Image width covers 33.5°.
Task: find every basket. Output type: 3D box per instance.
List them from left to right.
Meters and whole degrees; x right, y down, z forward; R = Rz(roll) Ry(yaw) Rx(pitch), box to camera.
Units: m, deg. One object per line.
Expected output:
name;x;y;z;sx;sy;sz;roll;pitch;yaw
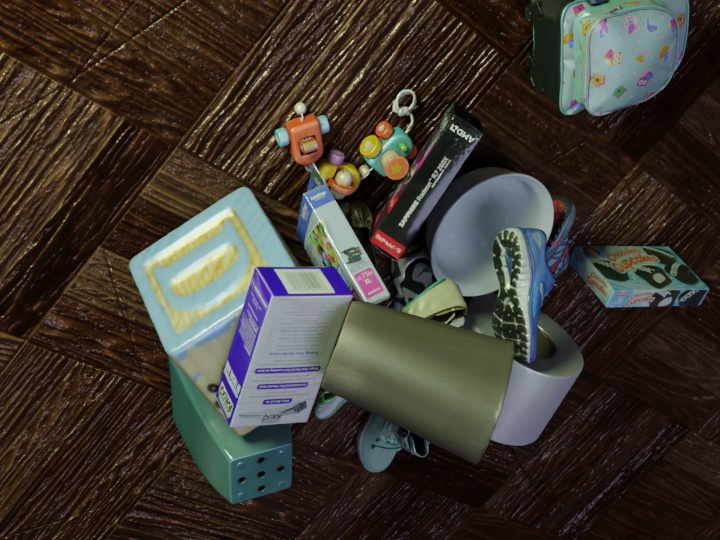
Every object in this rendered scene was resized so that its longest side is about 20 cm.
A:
basket;0.064;0.120;1.406;0.198;0.181;0.137;20;119;0

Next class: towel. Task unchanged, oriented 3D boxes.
towel;-0.002;0.143;1.623;0.149;0.031;0.200;-44;175;-11

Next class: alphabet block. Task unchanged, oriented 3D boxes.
alphabet block;-0.152;0.053;1.544;0.194;0.197;0.200;-32;136;1

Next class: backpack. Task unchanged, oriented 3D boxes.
backpack;0.332;-0.306;1.549;0.199;0.153;0.177;-24;130;-19

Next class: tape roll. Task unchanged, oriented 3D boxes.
tape roll;0.221;0.149;1.830;0.201;0.203;0.140;8;122;-34

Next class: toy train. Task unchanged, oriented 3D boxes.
toy train;-0.007;-0.157;1.547;0.198;0.056;0.151;-16;133;-16

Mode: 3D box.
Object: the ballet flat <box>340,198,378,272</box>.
ballet flat;0.000;0.000;1.653;0.067;0.046;0.202;-11;114;-20

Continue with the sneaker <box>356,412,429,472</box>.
sneaker;0.055;0.276;1.902;0.073;0.119;0.202;-6;130;-27

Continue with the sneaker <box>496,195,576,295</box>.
sneaker;0.277;-0.037;1.807;0.095;0.080;0.201;-7;139;-36

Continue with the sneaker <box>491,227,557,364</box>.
sneaker;0.239;0.036;1.678;0.088;0.078;0.202;-12;111;-32

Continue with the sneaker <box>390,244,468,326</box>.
sneaker;0.106;0.071;1.750;0.079;0.130;0.200;-17;133;-13

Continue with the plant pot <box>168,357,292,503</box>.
plant pot;-0.169;0.213;1.666;0.140;0.200;0.142;-13;132;-20

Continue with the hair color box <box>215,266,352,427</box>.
hair color box;-0.094;0.091;1.427;0.108;0.065;0.201;0;125;-31

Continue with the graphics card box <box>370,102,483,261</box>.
graphics card box;0.086;-0.119;1.571;0.051;0.126;0.201;34;106;-5

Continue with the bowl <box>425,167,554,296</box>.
bowl;0.168;-0.071;1.690;0.199;0.091;0.203;-16;131;-19

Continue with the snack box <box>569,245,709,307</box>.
snack box;0.440;0.008;1.894;0.198;0.116;0.037;0;127;-29

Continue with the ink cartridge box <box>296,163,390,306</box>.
ink cartridge box;-0.032;-0.023;1.522;0.042;0.201;0.120;-23;162;-17

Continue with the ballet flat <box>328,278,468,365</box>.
ballet flat;0.050;0.082;1.503;0.199;0.070;0.070;-32;136;-11
